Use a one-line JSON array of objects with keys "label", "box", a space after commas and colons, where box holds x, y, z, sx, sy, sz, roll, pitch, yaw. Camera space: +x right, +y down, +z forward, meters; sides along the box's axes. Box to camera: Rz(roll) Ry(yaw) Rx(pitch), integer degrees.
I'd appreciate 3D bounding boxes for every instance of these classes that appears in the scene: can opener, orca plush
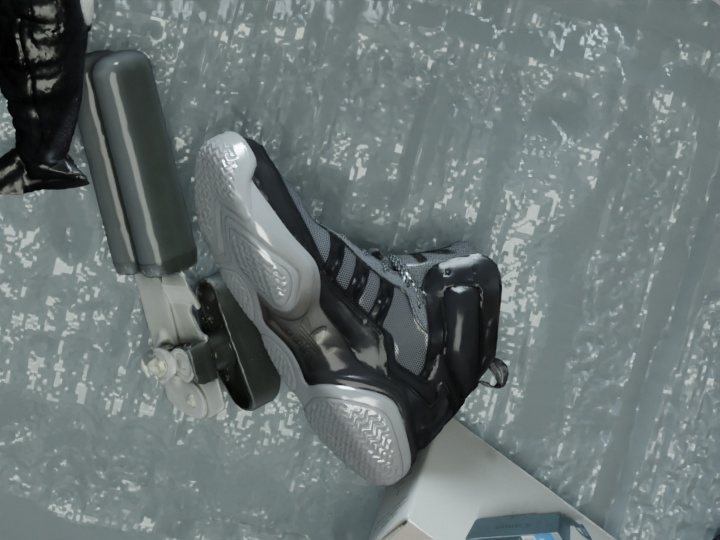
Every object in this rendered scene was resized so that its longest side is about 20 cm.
[{"label": "can opener", "box": [-0.099, -0.018, 1.427, 0.066, 0.053, 0.201, -27, 108, -33]}, {"label": "orca plush", "box": [-0.181, -0.134, 1.358, 0.105, 0.071, 0.201, 16, 107, 26]}]

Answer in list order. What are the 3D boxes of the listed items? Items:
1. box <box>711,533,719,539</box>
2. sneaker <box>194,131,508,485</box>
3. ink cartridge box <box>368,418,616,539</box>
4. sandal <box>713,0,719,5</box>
[{"label": "box", "box": [0.319, 0.176, 1.441, 0.200, 0.123, 0.199, -37, 102, -5]}, {"label": "sneaker", "box": [0.000, 0.000, 1.408, 0.114, 0.075, 0.201, -34, 107, -19]}, {"label": "ink cartridge box", "box": [0.089, 0.191, 1.417, 0.200, 0.176, 0.045, 36, 126, -11]}, {"label": "sandal", "box": [0.156, -0.216, 1.392, 0.079, 0.059, 0.207, -44, 81, 15]}]
